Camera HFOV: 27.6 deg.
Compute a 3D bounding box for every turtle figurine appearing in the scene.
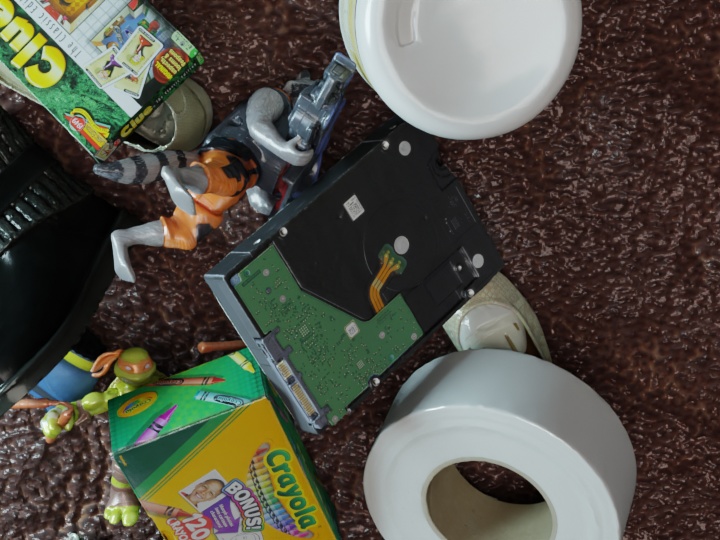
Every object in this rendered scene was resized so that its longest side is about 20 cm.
[{"bbox_3d":[-0.175,0.118,1.120,0.197,0.065,0.163,-13,126,-17],"label":"turtle figurine"}]

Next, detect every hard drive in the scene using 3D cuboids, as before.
[{"bbox_3d":[0.000,0.000,1.045,0.200,0.038,0.141,-42,111,-25],"label":"hard drive"}]

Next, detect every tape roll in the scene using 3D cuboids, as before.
[{"bbox_3d":[0.105,0.160,1.104,0.200,0.071,0.205,11,127,15],"label":"tape roll"}]

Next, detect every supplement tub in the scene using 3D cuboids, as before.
[{"bbox_3d":[0.060,-0.172,0.984,0.143,0.200,0.148,-1,104,-6],"label":"supplement tub"}]

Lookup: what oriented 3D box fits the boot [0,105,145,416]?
[{"bbox_3d":[-0.262,-0.009,1.045,0.157,0.212,0.079,38,134,-14],"label":"boot"}]

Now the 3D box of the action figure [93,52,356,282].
[{"bbox_3d":[-0.082,-0.092,1.027,0.104,0.193,0.201,41,138,11],"label":"action figure"}]

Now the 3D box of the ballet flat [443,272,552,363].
[{"bbox_3d":[0.122,0.077,1.129,0.067,0.062,0.201,-33,103,6],"label":"ballet flat"}]

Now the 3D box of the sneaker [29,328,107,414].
[{"bbox_3d":[-0.290,0.041,1.114,0.199,0.066,0.079,37,106,-10],"label":"sneaker"}]

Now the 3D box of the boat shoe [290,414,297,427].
[{"bbox_3d":[-0.038,0.032,1.112,0.071,0.068,0.202,21,104,-6],"label":"boat shoe"}]

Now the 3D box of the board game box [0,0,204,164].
[{"bbox_3d":[-0.213,-0.180,1.027,0.200,0.023,0.105,44,87,12],"label":"board game box"}]

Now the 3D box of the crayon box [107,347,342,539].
[{"bbox_3d":[-0.096,0.159,1.092,0.117,0.059,0.201,-20,130,2],"label":"crayon box"}]

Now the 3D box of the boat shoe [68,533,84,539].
[{"bbox_3d":[-0.229,0.244,1.161,0.198,0.073,0.063,-19,97,15],"label":"boat shoe"}]

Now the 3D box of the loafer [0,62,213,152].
[{"bbox_3d":[-0.200,-0.145,1.062,0.198,0.068,0.076,24,104,-7],"label":"loafer"}]
